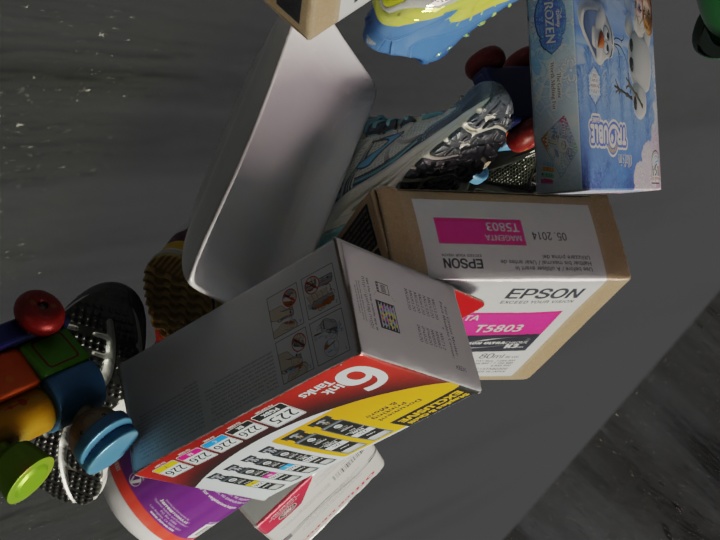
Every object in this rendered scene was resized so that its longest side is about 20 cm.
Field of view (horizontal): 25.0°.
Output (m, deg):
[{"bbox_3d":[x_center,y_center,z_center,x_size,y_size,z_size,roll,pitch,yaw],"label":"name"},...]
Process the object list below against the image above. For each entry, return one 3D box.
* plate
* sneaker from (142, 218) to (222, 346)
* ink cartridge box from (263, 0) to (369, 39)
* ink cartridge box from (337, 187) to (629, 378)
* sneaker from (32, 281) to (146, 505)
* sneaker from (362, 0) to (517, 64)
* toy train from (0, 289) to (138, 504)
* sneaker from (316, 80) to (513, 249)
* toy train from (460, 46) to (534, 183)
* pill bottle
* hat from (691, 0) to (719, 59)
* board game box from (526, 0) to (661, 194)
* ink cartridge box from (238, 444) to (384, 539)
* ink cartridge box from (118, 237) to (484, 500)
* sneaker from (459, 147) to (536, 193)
[{"bbox_3d":[-0.057,-0.067,1.092,0.202,0.032,0.200,-68,163,-7],"label":"plate"},{"bbox_3d":[-0.113,0.042,1.198,0.090,0.075,0.201,-51,162,-42],"label":"sneaker"},{"bbox_3d":[0.026,-0.246,0.908,0.200,0.075,0.165,-38,160,-24],"label":"ink cartridge box"},{"bbox_3d":[0.072,0.014,1.203,0.198,0.076,0.165,1,151,-25],"label":"ink cartridge box"},{"bbox_3d":[-0.192,0.076,1.164,0.080,0.073,0.201,-66,180,-50],"label":"sneaker"},{"bbox_3d":[0.075,-0.204,1.135,0.199,0.076,0.105,-22,164,-36],"label":"sneaker"},{"bbox_3d":[-0.238,0.098,1.003,0.199,0.116,0.085,-24,153,-48],"label":"toy train"},{"bbox_3d":[0.022,-0.087,1.200,0.200,0.087,0.077,-37,157,26],"label":"sneaker"},{"bbox_3d":[0.087,-0.116,1.318,0.115,0.085,0.199,-36,168,30],"label":"toy train"},{"bbox_3d":[-0.109,0.131,1.305,0.199,0.113,0.112,-36,165,16],"label":"pill bottle"},{"bbox_3d":[0.326,-0.312,1.521,0.166,0.176,0.200,-49,-161,7],"label":"hat"},{"bbox_3d":[0.188,-0.162,1.295,0.200,0.043,0.201,-7,94,-63],"label":"board game box"},{"bbox_3d":[-0.061,0.203,1.675,0.145,0.083,0.200,-43,162,-7],"label":"ink cartridge box"},{"bbox_3d":[-0.028,0.076,1.086,0.199,0.085,0.175,-30,150,30],"label":"ink cartridge box"},{"bbox_3d":[0.157,-0.090,1.478,0.200,0.114,0.076,-55,161,23],"label":"sneaker"}]
